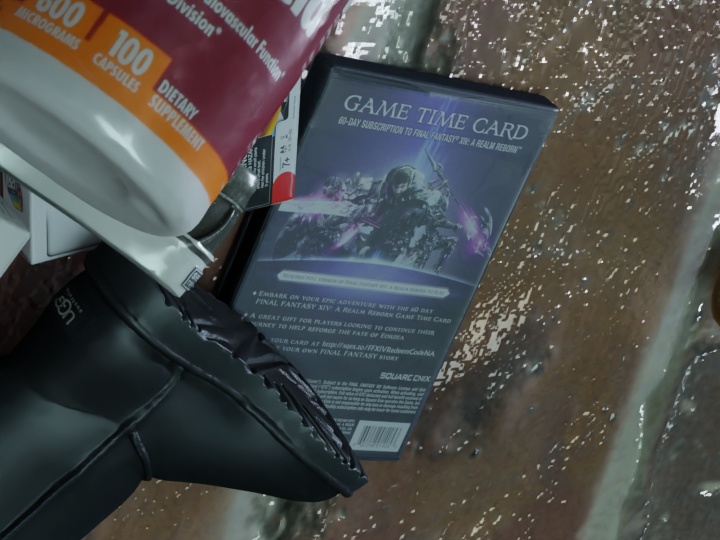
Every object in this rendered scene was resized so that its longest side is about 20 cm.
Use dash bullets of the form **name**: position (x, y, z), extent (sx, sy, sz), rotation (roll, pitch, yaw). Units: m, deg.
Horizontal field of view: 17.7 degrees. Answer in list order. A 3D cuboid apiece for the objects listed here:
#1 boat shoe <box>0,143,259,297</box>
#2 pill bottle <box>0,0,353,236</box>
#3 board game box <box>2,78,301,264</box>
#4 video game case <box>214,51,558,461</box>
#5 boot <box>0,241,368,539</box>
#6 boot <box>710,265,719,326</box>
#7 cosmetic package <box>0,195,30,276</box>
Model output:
- **boat shoe**: position (-0.128, -0.072, 0.870), extent (0.200, 0.071, 0.064), rotation (37, 85, -18)
- **pill bottle**: position (-0.051, -0.122, 0.801), extent (0.200, 0.114, 0.114), rotation (-56, 138, -12)
- **board game box**: position (-0.083, -0.107, 0.935), extent (0.126, 0.035, 0.201), rotation (-15, 128, -27)
- **video game case**: position (0.000, 0.000, 1.086), extent (0.142, 0.019, 0.201), rotation (7, 115, -40)
- **boot**: position (-0.110, 0.086, 1.011), extent (0.168, 0.077, 0.200), rotation (-40, 137, 8)
- **boot**: position (0.291, 0.000, 1.245), extent (0.200, 0.074, 0.155), rotation (-44, 123, -8)
- **cosmetic package**: position (-0.228, -0.045, 0.819), extent (0.200, 0.108, 0.085), rotation (30, 101, -44)
